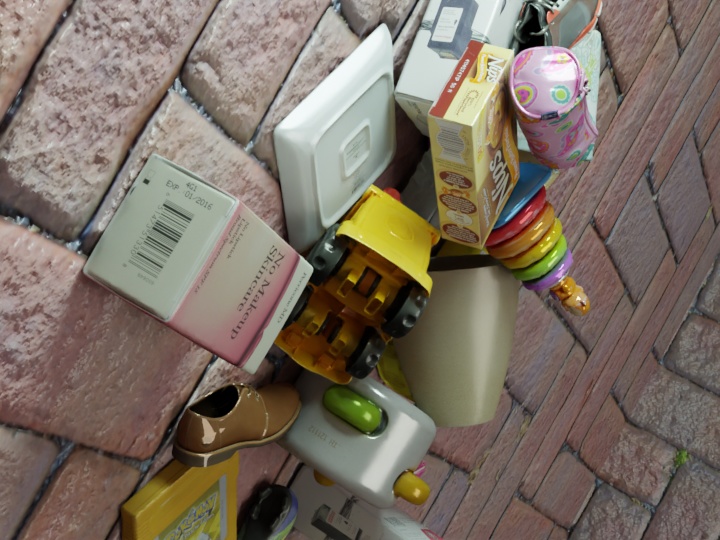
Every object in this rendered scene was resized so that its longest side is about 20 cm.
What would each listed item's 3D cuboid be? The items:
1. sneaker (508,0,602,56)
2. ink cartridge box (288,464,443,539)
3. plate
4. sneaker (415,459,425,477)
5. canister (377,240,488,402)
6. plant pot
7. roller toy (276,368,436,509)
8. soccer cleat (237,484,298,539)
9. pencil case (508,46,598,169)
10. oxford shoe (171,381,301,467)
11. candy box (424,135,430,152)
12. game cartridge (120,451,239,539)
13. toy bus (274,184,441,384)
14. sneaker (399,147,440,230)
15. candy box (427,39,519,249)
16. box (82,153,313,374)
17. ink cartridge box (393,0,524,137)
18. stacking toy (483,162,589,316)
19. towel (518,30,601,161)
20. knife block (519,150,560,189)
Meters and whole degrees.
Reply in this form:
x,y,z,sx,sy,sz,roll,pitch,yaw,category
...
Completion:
x,y,z,sx,sy,sz,roll,pitch,yaw,category
0.219,-0.290,1.515,0.202,0.076,0.082,-67,152,-16,sneaker
0.005,0.349,1.799,0.085,0.199,0.145,-57,156,3,ink cartridge box
-0.015,-0.137,1.464,0.200,0.032,0.201,-49,153,-30,plate
-0.001,0.244,1.835,0.082,0.088,0.199,-51,135,5,sneaker
0.108,0.066,1.854,0.201,0.086,0.149,-53,155,-23,canister
0.118,0.090,1.687,0.187,0.185,0.203,-13,100,-59,plant pot
-0.011,0.202,1.633,0.199,0.182,0.141,36,83,-34,roller toy
-0.141,0.365,1.690,0.201,0.064,0.084,-56,158,-15,soccer cleat
0.210,-0.173,1.437,0.088,0.087,0.200,-60,163,-5,pencil case
-0.128,0.155,1.497,0.199,0.071,0.072,-22,128,-54,oxford shoe
0.162,-0.190,1.728,0.200,0.061,0.137,-49,152,-29,candy box
-0.203,0.292,1.530,0.176,0.032,0.202,-40,149,-41,game cartridge
0.000,0.000,1.524,0.200,0.135,0.193,-51,-168,38,toy bus
0.111,-0.103,1.639,0.080,0.077,0.200,0,144,-46,sneaker
0.125,-0.132,1.436,0.116,0.055,0.201,-59,156,-30,candy box
-0.146,-0.001,1.249,0.129,0.108,0.200,-60,155,-6,box
0.126,-0.257,1.524,0.202,0.084,0.145,-68,158,-7,ink cartridge box
0.212,-0.020,1.591,0.110,0.116,0.201,-44,110,-18,stacking toy
0.235,-0.233,1.684,0.199,0.048,0.173,5,92,-44,towel
0.179,-0.075,1.755,0.200,0.064,0.176,-48,175,-45,knife block
